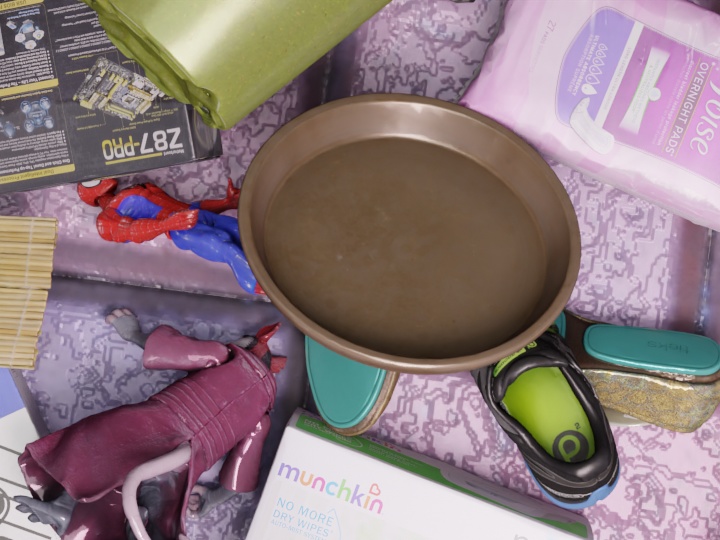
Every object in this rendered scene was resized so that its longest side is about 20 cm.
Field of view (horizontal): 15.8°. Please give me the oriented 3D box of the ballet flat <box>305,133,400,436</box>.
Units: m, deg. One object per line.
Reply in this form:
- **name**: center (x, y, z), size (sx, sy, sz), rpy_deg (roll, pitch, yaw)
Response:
- **ballet flat**: center (0.000, 0.000, 1.573), size (0.067, 0.072, 0.202), rpy_deg (-11, 80, 23)

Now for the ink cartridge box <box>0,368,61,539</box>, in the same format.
- **ink cartridge box**: center (-0.241, 0.110, 1.598), size (0.094, 0.044, 0.201), rpy_deg (-25, 91, 1)

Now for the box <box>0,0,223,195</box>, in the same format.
- **box**: center (-0.191, -0.130, 1.555), size (0.199, 0.049, 0.162), rpy_deg (-9, 91, 22)

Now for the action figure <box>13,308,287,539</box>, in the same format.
- **action figure**: center (-0.108, 0.089, 1.544), size (0.200, 0.149, 0.134), rpy_deg (-43, 102, -29)

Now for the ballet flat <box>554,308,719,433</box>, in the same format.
- **ballet flat**: center (0.124, 0.057, 1.584), size (0.199, 0.071, 0.071), rpy_deg (14, 93, 2)

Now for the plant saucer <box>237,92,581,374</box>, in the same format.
- **plant saucer**: center (0.027, -0.019, 1.482), size (0.198, 0.030, 0.201), rpy_deg (5, 52, -7)

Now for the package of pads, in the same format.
- **package of pads**: center (0.166, -0.110, 1.565), size (0.199, 0.076, 0.121), rpy_deg (23, 96, 0)

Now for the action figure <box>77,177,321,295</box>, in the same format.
- **action figure**: center (-0.093, -0.025, 1.555), size (0.199, 0.065, 0.052), rpy_deg (17, 115, 32)

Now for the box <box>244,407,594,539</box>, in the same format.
- **box**: center (0.021, 0.202, 1.573), size (0.199, 0.097, 0.178), rpy_deg (22, 95, 1)

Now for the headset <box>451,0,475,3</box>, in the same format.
- **headset**: center (0.077, -0.255, 1.543), size (0.093, 0.124, 0.201), rpy_deg (17, 113, 1)

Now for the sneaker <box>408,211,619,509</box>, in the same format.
- **sneaker**: center (0.090, 0.044, 1.505), size (0.071, 0.083, 0.200), rpy_deg (-31, 77, -8)

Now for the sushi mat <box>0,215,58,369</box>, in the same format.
- **sushi mat**: center (-0.280, 0.009, 1.572), size (0.198, 0.012, 0.096), rpy_deg (3, 68, 14)

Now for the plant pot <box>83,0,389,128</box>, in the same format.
- **plant pot**: center (-0.056, -0.187, 1.430), size (0.200, 0.200, 0.190), rpy_deg (43, 82, -1)
